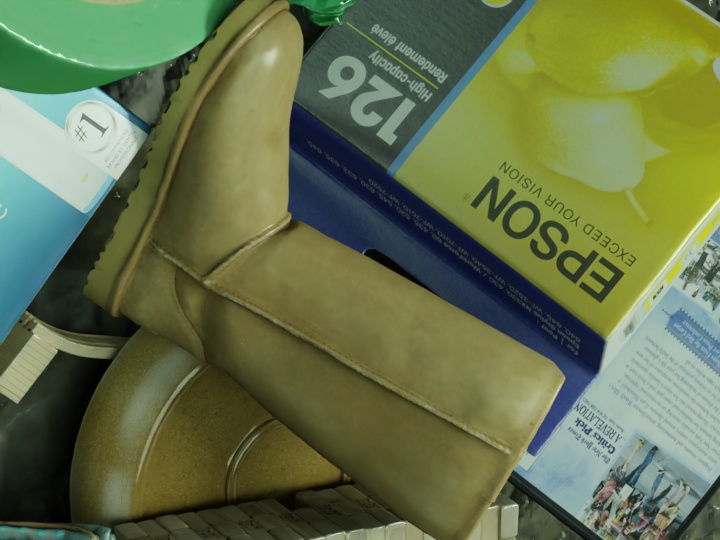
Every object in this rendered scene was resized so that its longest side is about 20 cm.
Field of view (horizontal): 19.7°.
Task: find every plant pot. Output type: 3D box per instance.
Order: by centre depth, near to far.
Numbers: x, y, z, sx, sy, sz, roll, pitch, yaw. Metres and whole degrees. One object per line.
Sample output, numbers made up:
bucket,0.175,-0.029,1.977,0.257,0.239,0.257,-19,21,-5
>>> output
plant pot,-0.039,0.096,0.984,0.200,0.027,0.200,-9,109,-27

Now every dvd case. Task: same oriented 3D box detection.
dvd case,0.151,0.037,0.994,0.143,0.018,0.200,39,89,-30

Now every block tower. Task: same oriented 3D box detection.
block tower,-0.019,0.135,0.949,0.200,0.058,0.054,-8,109,-28

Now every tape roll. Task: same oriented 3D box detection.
tape roll,-0.125,-0.172,0.819,0.200,0.048,0.201,12,73,-45

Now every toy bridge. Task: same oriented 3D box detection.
toy bridge,-0.085,0.076,0.986,0.200,0.027,0.067,39,86,-31

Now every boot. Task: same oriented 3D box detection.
boot,0.000,0.000,0.880,0.200,0.066,0.175,32,121,6

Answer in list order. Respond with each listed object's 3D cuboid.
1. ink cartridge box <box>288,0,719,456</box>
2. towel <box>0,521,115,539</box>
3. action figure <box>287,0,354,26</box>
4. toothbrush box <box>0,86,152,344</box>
ink cartridge box,0.064,-0.056,0.929,0.200,0.198,0.047,-50,161,-7
towel,-0.206,0.177,0.911,0.200,0.022,0.147,2,107,5
action figure,0.001,-0.166,0.863,0.118,0.055,0.200,-19,156,-25
toothbrush box,-0.212,-0.062,0.849,0.200,0.085,0.146,37,88,-29
